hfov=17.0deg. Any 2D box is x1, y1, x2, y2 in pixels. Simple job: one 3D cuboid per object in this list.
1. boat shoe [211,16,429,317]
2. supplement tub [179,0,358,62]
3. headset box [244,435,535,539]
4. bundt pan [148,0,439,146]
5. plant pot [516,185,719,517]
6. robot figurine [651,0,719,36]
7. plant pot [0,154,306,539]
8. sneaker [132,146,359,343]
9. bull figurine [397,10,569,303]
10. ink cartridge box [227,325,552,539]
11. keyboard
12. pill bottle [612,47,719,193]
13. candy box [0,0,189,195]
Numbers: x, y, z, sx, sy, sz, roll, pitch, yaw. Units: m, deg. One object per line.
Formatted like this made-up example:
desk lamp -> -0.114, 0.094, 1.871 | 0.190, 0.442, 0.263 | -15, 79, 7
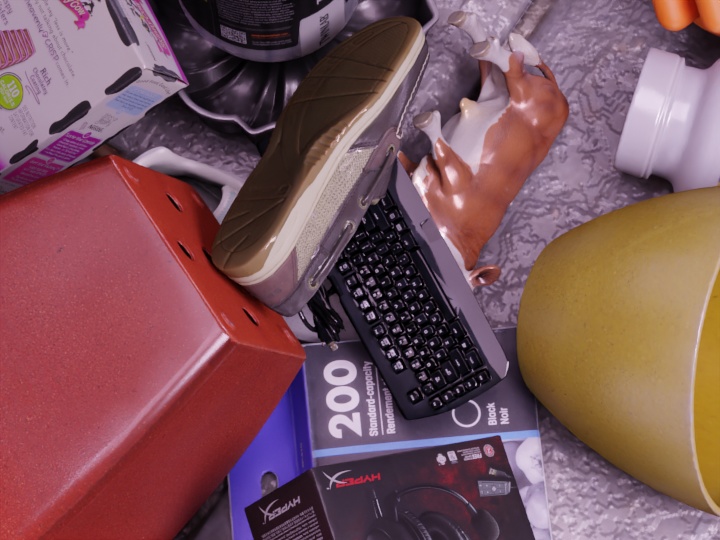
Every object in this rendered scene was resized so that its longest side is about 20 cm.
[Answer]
boat shoe -> -0.015, -0.061, 1.415 | 0.072, 0.066, 0.201 | 4, 53, 44
supplement tub -> -0.058, -0.216, 1.438 | 0.122, 0.200, 0.123 | 0, 72, 0
headset box -> 0.038, 0.207, 1.364 | 0.148, 0.075, 0.201 | -5, 71, -39
bundt pan -> -0.047, -0.168, 1.566 | 0.201, 0.076, 0.203 | 0, 72, 1
plant pot -> 0.179, 0.037, 1.450 | 0.141, 0.200, 0.201 | 11, 70, 31
robot figurine -> 0.265, -0.225, 1.549 | 0.200, 0.144, 0.117 | -35, 79, -30
plant pot -> -0.151, 0.045, 1.405 | 0.176, 0.200, 0.200 | -37, 74, 10
sneaker -> -0.064, -0.014, 1.513 | 0.200, 0.080, 0.071 | 25, 72, 4
bull figurine -> 0.065, -0.067, 1.510 | 0.065, 0.122, 0.200 | 1, 45, 39
ink cartridge box -> 0.016, 0.139, 1.480 | 0.199, 0.043, 0.199 | -6, 73, -1
keyboard -> 0.000, 0.000, 1.447 | 0.104, 0.040, 0.201 | -31, 83, 14
pill bottle -> 0.265, -0.072, 1.511 | 0.199, 0.112, 0.112 | 17, 72, 7
candy box -> -0.224, -0.124, 1.523 | 0.200, 0.061, 0.137 | -33, 72, 18
